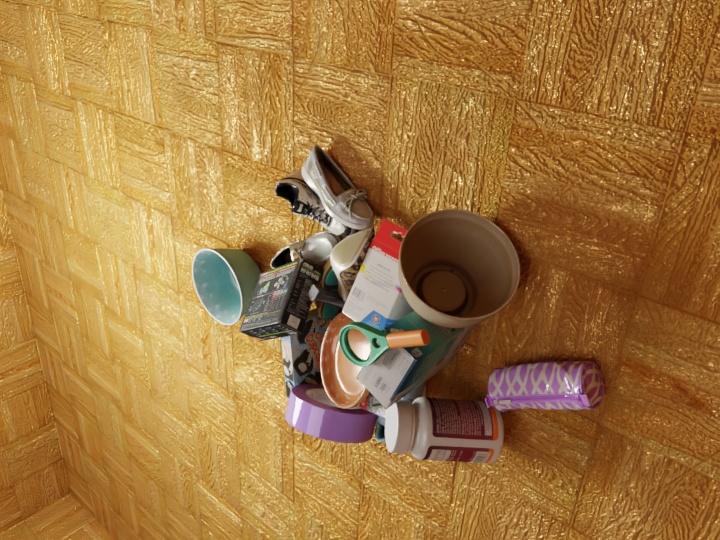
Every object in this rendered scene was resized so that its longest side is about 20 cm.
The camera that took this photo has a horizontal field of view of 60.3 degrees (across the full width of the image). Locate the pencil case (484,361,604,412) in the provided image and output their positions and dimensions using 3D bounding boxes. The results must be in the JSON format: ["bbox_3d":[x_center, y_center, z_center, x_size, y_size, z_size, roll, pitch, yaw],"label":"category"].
[{"bbox_3d":[0.309,0.200,1.057,0.200,0.085,0.084,-17,95,45],"label":"pencil case"}]

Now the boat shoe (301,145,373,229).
[{"bbox_3d":[-0.043,-0.162,1.234,0.202,0.074,0.065,52,140,22],"label":"boat shoe"}]

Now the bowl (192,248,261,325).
[{"bbox_3d":[-0.323,0.026,1.561,0.201,0.105,0.201,19,120,36],"label":"bowl"}]

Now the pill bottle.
[{"bbox_3d":[0.153,0.296,1.154,0.114,0.200,0.114,-173,90,-79],"label":"pill bottle"}]

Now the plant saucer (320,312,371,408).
[{"bbox_3d":[-0.020,0.185,1.289,0.200,0.037,0.201,-16,71,54],"label":"plant saucer"}]

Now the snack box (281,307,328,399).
[{"bbox_3d":[-0.125,0.197,1.443,0.037,0.116,0.200,19,121,40],"label":"snack box"}]

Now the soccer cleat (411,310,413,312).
[{"bbox_3d":[0.063,0.085,1.252,0.200,0.069,0.078,-31,83,49],"label":"soccer cleat"}]

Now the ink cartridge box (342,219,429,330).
[{"bbox_3d":[0.058,0.017,1.179,0.116,0.067,0.200,31,100,42],"label":"ink cartridge box"}]

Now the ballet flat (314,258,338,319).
[{"bbox_3d":[-0.064,0.020,1.345,0.063,0.069,0.200,57,139,39],"label":"ballet flat"}]

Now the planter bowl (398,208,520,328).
[{"bbox_3d":[0.155,0.015,1.060,0.200,0.200,0.135,48,158,16],"label":"planter bowl"}]

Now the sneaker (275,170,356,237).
[{"bbox_3d":[-0.098,-0.127,1.291,0.200,0.088,0.076,39,129,22],"label":"sneaker"}]

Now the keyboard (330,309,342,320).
[{"bbox_3d":[-0.033,0.187,1.362,0.127,0.021,0.200,-47,46,42],"label":"keyboard"}]

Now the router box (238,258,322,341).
[{"bbox_3d":[-0.176,0.068,1.355,0.062,0.150,0.200,29,155,-28],"label":"router box"}]

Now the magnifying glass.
[{"bbox_3d":[0.035,0.120,1.038,0.200,0.022,0.080,-14,98,45],"label":"magnifying glass"}]

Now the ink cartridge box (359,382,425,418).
[{"bbox_3d":[0.046,0.244,1.290,0.200,0.050,0.109,6,80,55],"label":"ink cartridge box"}]

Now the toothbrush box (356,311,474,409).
[{"bbox_3d":[0.107,0.143,1.139,0.085,0.200,0.147,43,132,21],"label":"toothbrush box"}]

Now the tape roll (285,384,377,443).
[{"bbox_3d":[-0.063,0.314,1.373,0.200,0.200,0.066,17,95,38],"label":"tape roll"}]

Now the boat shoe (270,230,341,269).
[{"bbox_3d":[-0.122,-0.033,1.369,0.200,0.068,0.075,-20,94,46],"label":"boat shoe"}]

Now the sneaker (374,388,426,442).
[{"bbox_3d":[0.080,0.299,1.321,0.074,0.082,0.200,33,128,27],"label":"sneaker"}]

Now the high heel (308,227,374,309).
[{"bbox_3d":[0.000,0.000,1.268,0.200,0.142,0.071,-50,47,22],"label":"high heel"}]
